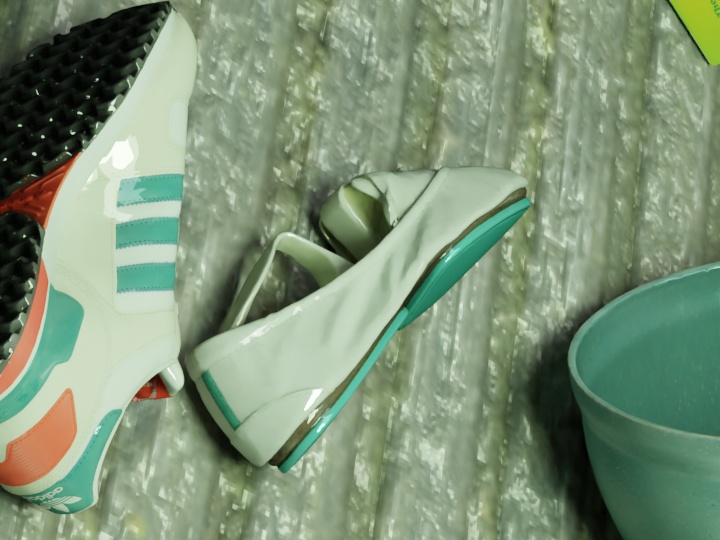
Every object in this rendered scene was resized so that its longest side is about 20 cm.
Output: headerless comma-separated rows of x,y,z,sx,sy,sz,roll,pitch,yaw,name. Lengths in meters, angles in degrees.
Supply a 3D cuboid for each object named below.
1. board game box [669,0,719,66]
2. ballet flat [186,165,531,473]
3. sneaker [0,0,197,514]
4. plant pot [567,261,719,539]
0.152,-0.210,1.309,0.200,0.048,0.102,56,43,-9,board game box
0.000,0.000,1.053,0.070,0.069,0.200,55,44,-10,ballet flat
-0.096,-0.004,0.962,0.094,0.070,0.200,56,38,-36,sneaker
0.190,0.089,1.120,0.200,0.200,0.135,-30,121,-48,plant pot
